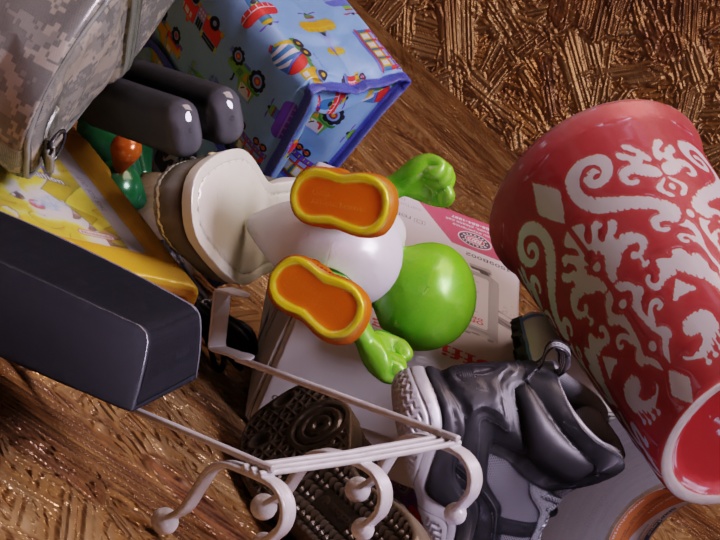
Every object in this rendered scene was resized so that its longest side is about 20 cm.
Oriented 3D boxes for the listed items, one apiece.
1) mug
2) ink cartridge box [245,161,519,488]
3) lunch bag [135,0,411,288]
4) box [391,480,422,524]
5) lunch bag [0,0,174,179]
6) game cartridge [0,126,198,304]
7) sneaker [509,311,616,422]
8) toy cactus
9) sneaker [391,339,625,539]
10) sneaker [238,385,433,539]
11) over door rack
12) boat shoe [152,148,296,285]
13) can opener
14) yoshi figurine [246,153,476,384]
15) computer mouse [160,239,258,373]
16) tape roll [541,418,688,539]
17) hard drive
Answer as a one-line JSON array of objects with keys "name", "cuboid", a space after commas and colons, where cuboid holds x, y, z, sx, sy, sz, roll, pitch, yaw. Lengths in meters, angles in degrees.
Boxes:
[{"name": "mug", "cuboid": [0.188, 0.019, 1.515, 0.176, 0.134, 0.200, -1, 41, -27]}, {"name": "ink cartridge box", "cuboid": [0.018, 0.034, 1.658, 0.146, 0.083, 0.200, 20, 28, -8]}, {"name": "lunch bag", "cuboid": [-0.085, -0.101, 1.768, 0.094, 0.200, 0.151, -11, 55, -46]}, {"name": "box", "cuboid": [0.062, 0.139, 1.721, 0.200, 0.039, 0.137, 30, 14, -48]}, {"name": "lunch bag", "cuboid": [-0.211, -0.157, 1.447, 0.199, 0.168, 0.140, 29, -29, 5]}, {"name": "game cartridge", "cuboid": [-0.198, -0.049, 1.462, 0.176, 0.033, 0.200, 12, 28, -40]}, {"name": "sneaker", "cuboid": [0.140, 0.061, 1.625, 0.200, 0.072, 0.072, 25, 52, -65]}, {"name": "toy cactus", "cuboid": [-0.155, -0.063, 1.708, 0.166, 0.102, 0.200, 57, 2, -19]}, {"name": "sneaker", "cuboid": [0.091, 0.128, 1.466, 0.076, 0.113, 0.201, -104, 177, -60]}, {"name": "sneaker", "cuboid": [-0.008, 0.136, 1.450, 0.076, 0.070, 0.200, 62, -4, -32]}, {"name": "over door rack", "cuboid": [-0.058, 0.080, 1.355, 0.147, 0.067, 0.200, -4, 28, -47]}, {"name": "boat shoe", "cuboid": [-0.079, -0.029, 1.517, 0.060, 0.073, 0.202, 5, -1, 16]}, {"name": "can opener", "cuboid": [-0.134, -0.114, 1.539, 0.053, 0.067, 0.200, -18, 21, -28]}, {"name": "yoshi figurine", "cuboid": [0.015, 0.000, 1.485, 0.113, 0.112, 0.200, 64, 7, 7]}, {"name": "computer mouse", "cuboid": [-0.145, -0.013, 1.591, 0.200, 0.044, 0.110, 31, 14, -43]}, {"name": "tape roll", "cuboid": [0.197, 0.177, 1.587, 0.200, 0.201, 0.066, 45, 9, 26]}, {"name": "hard drive", "cuboid": [-0.172, 0.003, 1.263, 0.199, 0.043, 0.135, 24, 8, 8]}]
